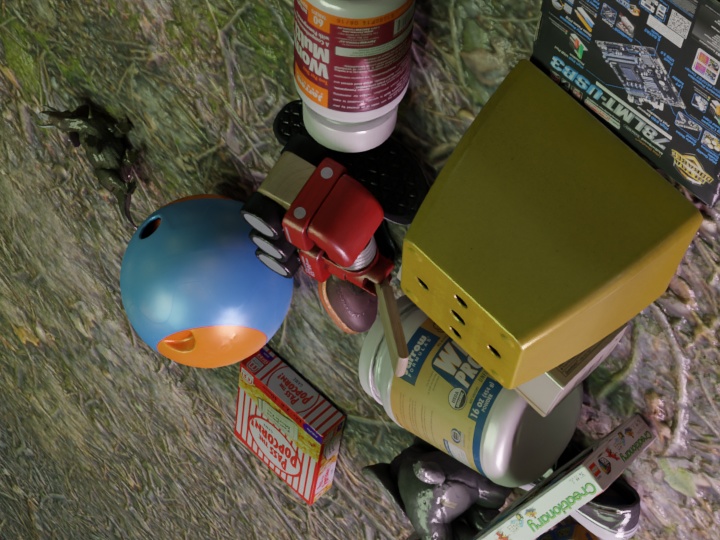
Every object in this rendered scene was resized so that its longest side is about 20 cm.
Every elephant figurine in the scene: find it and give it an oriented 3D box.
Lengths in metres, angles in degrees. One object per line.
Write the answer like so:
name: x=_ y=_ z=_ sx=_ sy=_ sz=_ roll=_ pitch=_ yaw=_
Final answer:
elephant figurine: x=0.072 y=0.246 z=1.985 sx=0.200 sy=0.141 sz=0.156 roll=38 pitch=125 yaw=55

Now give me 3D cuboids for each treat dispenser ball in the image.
treat dispenser ball: x=-0.178 y=0.012 z=1.972 sx=0.201 sy=0.201 sz=0.201 roll=36 pitch=149 yaw=25

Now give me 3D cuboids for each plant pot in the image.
plant pot: x=0.142 y=-0.018 z=1.439 sx=0.200 sy=0.176 sz=0.200 roll=42 pitch=166 yaw=13

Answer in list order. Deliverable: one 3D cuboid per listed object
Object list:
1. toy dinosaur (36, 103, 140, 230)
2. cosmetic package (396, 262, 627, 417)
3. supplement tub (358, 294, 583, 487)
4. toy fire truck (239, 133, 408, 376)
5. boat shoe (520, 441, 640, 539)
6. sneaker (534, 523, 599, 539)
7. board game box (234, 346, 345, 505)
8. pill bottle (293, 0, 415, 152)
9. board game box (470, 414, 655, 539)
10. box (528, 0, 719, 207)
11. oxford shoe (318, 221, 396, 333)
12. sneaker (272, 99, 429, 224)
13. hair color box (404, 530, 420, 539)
toy dinosaur: x=-0.316 y=-0.142 z=2.150 sx=0.200 sy=0.077 sz=0.102 roll=53 pitch=165 yaw=-16
cosmetic package: x=0.143 y=0.029 z=1.621 sx=0.200 sy=0.103 sz=0.073 roll=44 pitch=153 yaw=14
supplement tub: x=0.110 y=0.116 z=1.732 sx=0.200 sy=0.145 sz=0.145 roll=28 pitch=145 yaw=36
toy fire truck: x=-0.012 y=-0.010 z=1.649 sx=0.199 sy=0.129 sz=0.176 roll=30 pitch=165 yaw=14
boat shoe: x=0.209 y=0.207 z=1.784 sx=0.200 sy=0.070 sz=0.066 roll=36 pitch=142 yaw=24
sneaker: x=0.176 y=0.349 z=1.896 sx=0.088 sy=0.199 sz=0.076 roll=68 pitch=-167 yaw=-46
board game box: x=-0.096 y=0.206 z=2.256 sx=0.151 sy=0.046 sz=0.200 roll=40 pitch=151 yaw=19
pill bottle: x=-0.007 y=-0.206 z=1.548 sx=0.109 sy=0.109 sz=0.200 roll=38 pitch=150 yaw=23
board game box: x=0.192 y=0.225 z=1.686 sx=0.035 sy=0.126 sz=0.200 roll=51 pitch=129 yaw=6
box: x=0.227 y=-0.174 z=1.302 sx=0.200 sy=0.050 sz=0.199 roll=41 pitch=154 yaw=22
oxford shoe: x=0.000 y=0.000 z=1.837 sx=0.072 sy=0.071 sz=0.201 roll=25 pitch=143 yaw=31
sneaker: x=-0.002 y=-0.109 z=1.732 sx=0.200 sy=0.072 sz=0.083 roll=38 pitch=174 yaw=24
hair color box: x=0.064 y=0.372 z=2.052 sx=0.064 sy=0.200 sz=0.111 roll=54 pitch=152 yaw=-6
